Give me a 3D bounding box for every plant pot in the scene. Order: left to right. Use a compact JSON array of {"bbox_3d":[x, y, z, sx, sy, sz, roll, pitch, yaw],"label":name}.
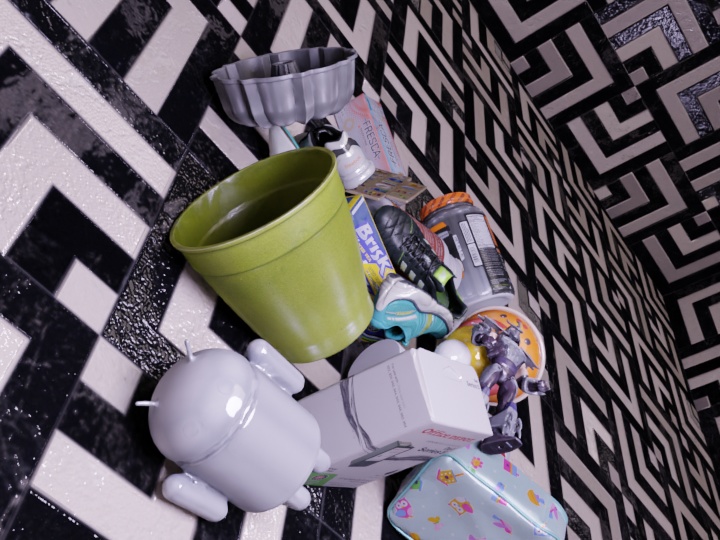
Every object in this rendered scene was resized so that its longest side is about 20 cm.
[{"bbox_3d":[-0.080,-0.005,0.939,0.200,0.200,0.193,-74,143,-56],"label":"plant pot"}]

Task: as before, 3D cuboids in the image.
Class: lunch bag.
[{"bbox_3d":[0.139,0.304,1.028,0.200,0.160,0.077,37,31,5],"label":"lunch bag"}]

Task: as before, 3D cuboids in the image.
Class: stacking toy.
[{"bbox_3d":[0.159,0.122,1.142,0.200,0.146,0.146,4,62,-61],"label":"stacking toy"}]

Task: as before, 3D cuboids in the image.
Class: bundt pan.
[{"bbox_3d":[-0.098,-0.247,1.128,0.202,0.202,0.076,-61,145,-60],"label":"bundt pan"}]

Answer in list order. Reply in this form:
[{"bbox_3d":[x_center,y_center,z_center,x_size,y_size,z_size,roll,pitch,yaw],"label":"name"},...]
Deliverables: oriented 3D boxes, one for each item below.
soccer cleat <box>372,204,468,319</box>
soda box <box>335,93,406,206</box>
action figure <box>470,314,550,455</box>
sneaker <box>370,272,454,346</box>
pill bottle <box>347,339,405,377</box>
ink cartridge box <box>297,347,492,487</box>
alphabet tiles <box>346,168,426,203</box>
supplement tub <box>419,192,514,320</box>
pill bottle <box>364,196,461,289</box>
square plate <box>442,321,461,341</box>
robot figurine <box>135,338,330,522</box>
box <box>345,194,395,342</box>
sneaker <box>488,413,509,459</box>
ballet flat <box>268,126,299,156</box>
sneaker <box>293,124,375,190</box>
[{"bbox_3d":[0.088,-0.011,1.164,0.068,0.081,0.200,-45,118,-18],"label":"soccer cleat"},{"bbox_3d":[0.022,-0.201,1.431,0.064,0.068,0.200,16,51,-57],"label":"soda box"},{"bbox_3d":[0.179,0.135,1.044,0.130,0.069,0.200,36,46,-9],"label":"action figure"},{"bbox_3d":[0.063,0.061,1.117,0.077,0.080,0.200,32,0,31],"label":"sneaker"},{"bbox_3d":[0.075,0.186,1.105,0.200,0.112,0.112,48,29,-27],"label":"pill bottle"},{"bbox_3d":[0.023,0.170,0.919,0.145,0.200,0.084,24,45,-53],"label":"ink cartridge box"},{"bbox_3d":[0.009,-0.138,1.272,0.200,0.166,0.006,-41,145,-68],"label":"alphabet tiles"},{"bbox_3d":[0.176,-0.025,1.422,0.122,0.122,0.200,16,51,-57],"label":"supplement tub"},{"bbox_3d":[0.064,-0.025,1.272,0.200,0.112,0.112,32,38,-39],"label":"pill bottle"},{"bbox_3d":[0.130,0.044,1.444,0.200,0.028,0.198,30,40,-49],"label":"square plate"},{"bbox_3d":[-0.117,0.150,0.779,0.200,0.113,0.170,47,58,-31],"label":"robot figurine"},{"bbox_3d":[0.000,0.000,1.134,0.070,0.064,0.200,-57,131,-46],"label":"box"},{"bbox_3d":[0.149,0.227,1.252,0.200,0.071,0.112,56,21,4],"label":"sneaker"},{"bbox_3d":[-0.082,-0.110,1.154,0.200,0.069,0.069,55,26,-15],"label":"ballet flat"},{"bbox_3d":[-0.050,-0.177,1.170,0.200,0.074,0.080,28,-25,56],"label":"sneaker"}]
